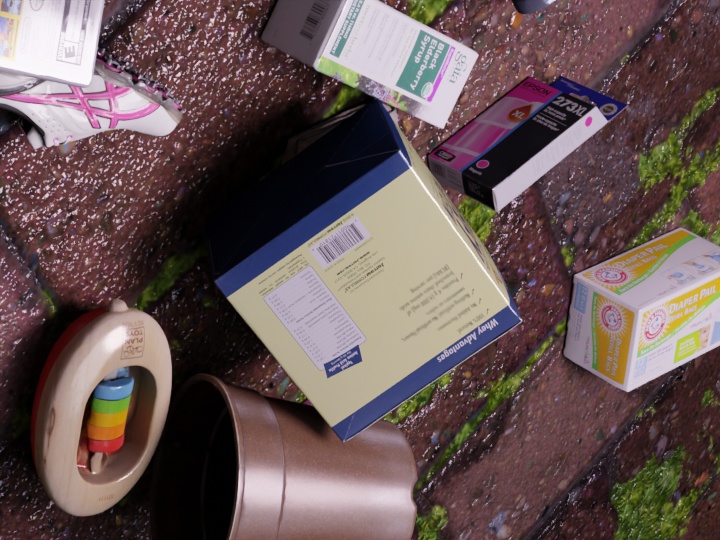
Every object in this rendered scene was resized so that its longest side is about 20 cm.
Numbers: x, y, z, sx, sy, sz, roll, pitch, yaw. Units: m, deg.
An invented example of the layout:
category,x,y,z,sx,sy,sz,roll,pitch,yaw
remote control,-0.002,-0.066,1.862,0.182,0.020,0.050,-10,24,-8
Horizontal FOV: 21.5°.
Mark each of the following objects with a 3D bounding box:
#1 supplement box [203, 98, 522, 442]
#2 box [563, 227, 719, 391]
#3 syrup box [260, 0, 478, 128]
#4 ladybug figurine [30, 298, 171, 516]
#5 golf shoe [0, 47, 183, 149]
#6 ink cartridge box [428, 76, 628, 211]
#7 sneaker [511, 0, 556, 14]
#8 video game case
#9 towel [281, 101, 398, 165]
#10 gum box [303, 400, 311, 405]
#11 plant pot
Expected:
category,x,y,z,sx,sy,sz,roll,pitch,yaw
supplement box,0.000,0.000,1.675,0.199,0.135,0.200,-34,115,7
box,0.341,0.043,2.196,0.199,0.101,0.114,-22,128,-37
syrup box,0.012,-0.202,1.709,0.199,0.081,0.079,20,99,-49
ladybug figurine,-0.231,0.114,1.647,0.135,0.072,0.202,-5,117,-46
golf shoe,-0.231,-0.138,1.500,0.199,0.073,0.093,19,103,-41
ink cartridge box,0.169,-0.140,1.905,0.199,0.094,0.037,-37,135,-26
sneaker,0.200,-0.343,1.851,0.201,0.070,0.082,-53,124,-14
video game case,-0.260,-0.248,1.381,0.181,0.023,0.202,8,91,-43
towel,-0.015,-0.056,1.806,0.132,0.034,0.202,-28,131,-33
gum box,-0.036,0.220,1.925,0.113,0.066,0.202,-32,133,-32
plant pot,-0.066,0.206,1.736,0.196,0.200,0.202,9,108,-28
